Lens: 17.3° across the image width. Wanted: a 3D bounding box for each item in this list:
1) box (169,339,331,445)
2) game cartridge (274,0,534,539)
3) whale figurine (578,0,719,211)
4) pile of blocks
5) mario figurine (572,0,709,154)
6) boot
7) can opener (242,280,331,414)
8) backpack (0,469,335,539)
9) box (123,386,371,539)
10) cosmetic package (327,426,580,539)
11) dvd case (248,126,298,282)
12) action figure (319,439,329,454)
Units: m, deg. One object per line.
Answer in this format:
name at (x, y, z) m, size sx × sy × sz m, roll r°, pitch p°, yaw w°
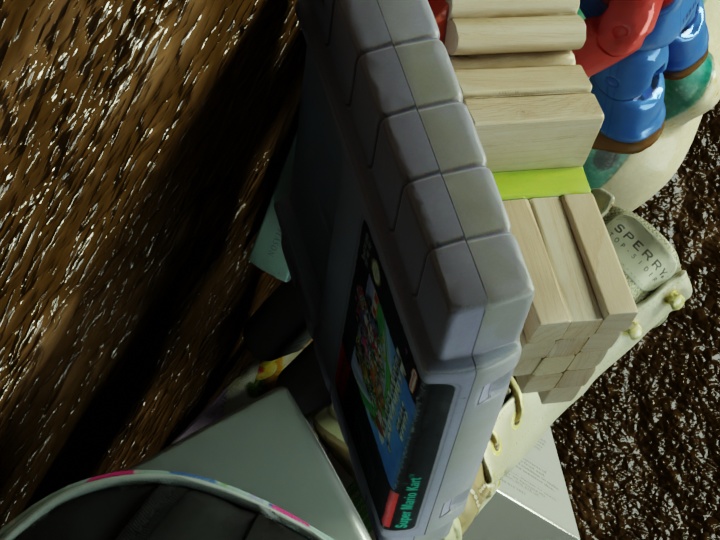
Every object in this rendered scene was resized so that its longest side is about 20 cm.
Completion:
box at (-0.016, 0.038, 1.021) m, size 0.200 × 0.039 × 0.042 m, roll -46°, pitch 169°, yaw -42°
game cartridge at (0.008, 0.000, 0.734) m, size 0.200 × 0.038 × 0.130 m, roll 101°, pitch -23°, yaw -64°
whale figurine at (0.106, -0.118, 1.027) m, size 0.200 × 0.103 × 0.159 m, roll -55°, pitch -150°, yaw 17°
pile of blocks at (0.033, -0.057, 0.756) m, size 0.082 × 0.062 × 0.201 m, roll 159°, pitch -74°, yaw -67°
mario figurine at (0.094, -0.132, 0.875) m, size 0.200 × 0.105 × 0.124 m, roll 92°, pitch -6°, yaw -63°
boot at (0.061, 0.036, 0.936) m, size 0.154 × 0.072 × 0.200 m, roll -40°, pitch -179°, yaw 1°
can opener at (0.000, 0.000, 0.894) m, size 0.067 × 0.053 × 0.200 m, roll -24°, pitch 166°, yaw -38°
backpack at (-0.062, 0.163, 0.633) m, size 0.200 × 0.177 × 0.151 m, roll -56°, pitch 175°, yaw -20°
box at (-0.035, 0.124, 0.824) m, size 0.097 × 0.125 × 0.200 m, roll -28°, pitch 172°, yaw -2°
cosmetic package at (0.031, 0.089, 1.152) m, size 0.108 × 0.085 × 0.200 m, roll -50°, pitch -156°, yaw 20°
dvd case at (0.027, -0.104, 0.885) m, size 0.200 × 0.022 × 0.146 m, roll -57°, pitch 174°, yaw -41°
action figure at (-0.053, 0.113, 1.081) m, size 0.200 × 0.069 × 0.130 m, roll -55°, pitch -179°, yaw -15°
